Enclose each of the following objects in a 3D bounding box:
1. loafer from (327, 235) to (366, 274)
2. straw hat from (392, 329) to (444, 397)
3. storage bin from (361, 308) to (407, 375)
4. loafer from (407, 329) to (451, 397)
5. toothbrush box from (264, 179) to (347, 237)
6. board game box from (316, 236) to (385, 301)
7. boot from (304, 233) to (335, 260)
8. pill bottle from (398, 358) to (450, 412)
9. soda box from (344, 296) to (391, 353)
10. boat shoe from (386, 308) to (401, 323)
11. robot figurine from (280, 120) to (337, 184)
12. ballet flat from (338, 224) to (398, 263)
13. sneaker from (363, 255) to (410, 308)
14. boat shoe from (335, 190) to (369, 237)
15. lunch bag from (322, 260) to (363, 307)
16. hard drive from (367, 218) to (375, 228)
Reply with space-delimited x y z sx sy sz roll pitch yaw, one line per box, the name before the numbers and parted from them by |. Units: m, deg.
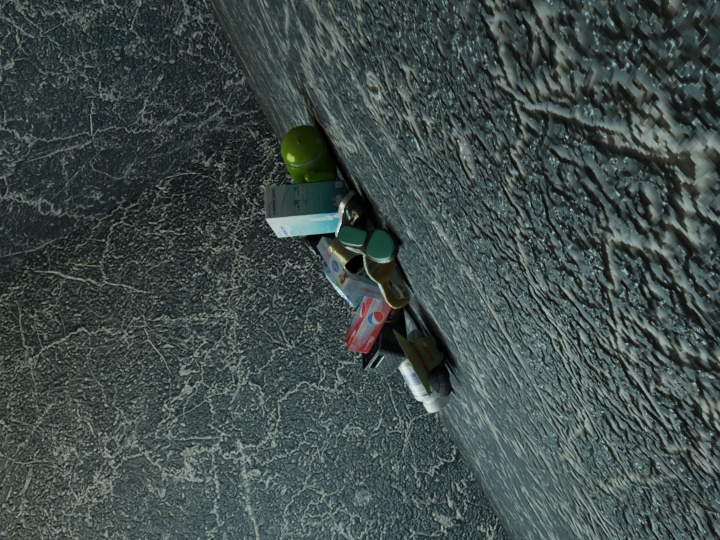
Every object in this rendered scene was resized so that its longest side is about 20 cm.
loafer | -0.011 -0.023 1.283 0.199 0.075 0.069 23 -148 -59
straw hat | 0.161 0.209 1.334 0.203 0.084 0.201 61 -179 -2
storage bin | 0.069 0.197 1.610 0.202 0.092 0.136 -92 24 -45
loafer | 0.196 0.246 1.430 0.063 0.072 0.202 18 -143 -49
toothbrush box | -0.127 -0.150 1.327 0.147 0.197 0.087 72 -168 -76
board game box | 0.000 0.000 1.452 0.198 0.041 0.201 17 -153 -36
boot | -0.080 -0.116 1.502 0.077 0.166 0.201 62 178 32
pill bottle | 0.193 0.324 1.625 0.202 0.110 0.111 61 177 -9
soda box | 0.024 0.141 1.524 0.064 0.069 0.202 -110 38 -53
boat shoe | 0.078 0.058 1.588 0.069 0.071 0.202 104 149 -47
robot figurine | -0.127 -0.273 1.328 0.201 0.114 0.177 65 -174 -53
ballet flat | 0.032 -0.054 1.130 0.199 0.073 0.074 22 147 51
sneaker | 0.052 -0.004 1.267 0.088 0.075 0.202 -111 -2 -62
boat shoe | -0.015 -0.107 1.245 0.060 0.076 0.200 39 165 13
lunch bag | -0.047 0.016 1.615 0.161 0.082 0.200 49 -175 -14
hard drive | 0.038 -0.063 1.385 0.201 0.026 0.132 63 176 -37
